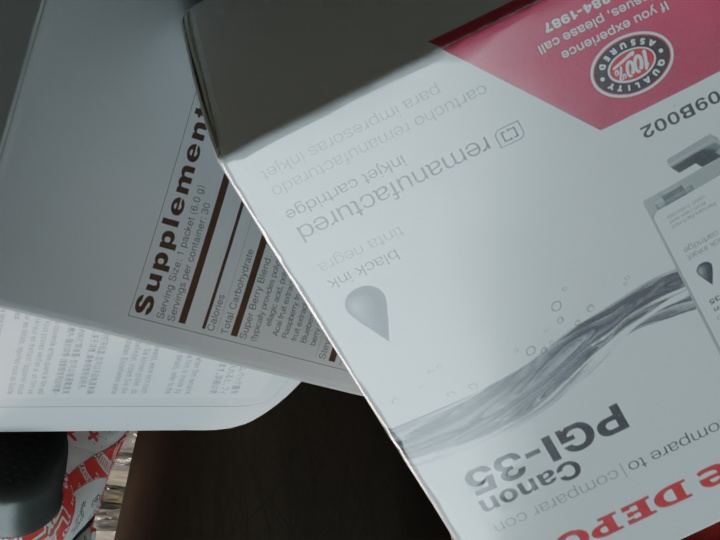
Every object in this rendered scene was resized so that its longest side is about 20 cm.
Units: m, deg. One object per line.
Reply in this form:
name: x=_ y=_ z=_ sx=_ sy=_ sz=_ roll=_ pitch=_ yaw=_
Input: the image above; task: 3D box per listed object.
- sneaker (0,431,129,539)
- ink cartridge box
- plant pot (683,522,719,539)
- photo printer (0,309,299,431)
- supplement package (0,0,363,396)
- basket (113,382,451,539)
sneaker: x=-0.134 y=0.080 z=1.303 sx=0.067 sy=0.201 sz=0.108 roll=14 pitch=125 yaw=8
ink cartridge box: x=0.060 y=-0.014 z=0.863 sx=0.146 sy=0.083 sz=0.200 roll=-26 pitch=126 yaw=7
plant pot: x=0.145 y=0.096 z=1.402 sx=0.200 sy=0.183 sz=0.200 roll=0 pitch=167 yaw=0
photo printer: x=-0.100 y=0.000 z=1.166 sx=0.200 sy=0.069 sz=0.166 roll=0 pitch=146 yaw=-14
supplement package: x=-0.064 y=-0.039 z=0.926 sx=0.200 sy=0.120 sz=0.121 roll=16 pitch=180 yaw=-43
basket: x=-0.032 y=0.092 z=1.363 sx=0.180 sy=0.200 sz=0.136 roll=0 pitch=167 yaw=15
